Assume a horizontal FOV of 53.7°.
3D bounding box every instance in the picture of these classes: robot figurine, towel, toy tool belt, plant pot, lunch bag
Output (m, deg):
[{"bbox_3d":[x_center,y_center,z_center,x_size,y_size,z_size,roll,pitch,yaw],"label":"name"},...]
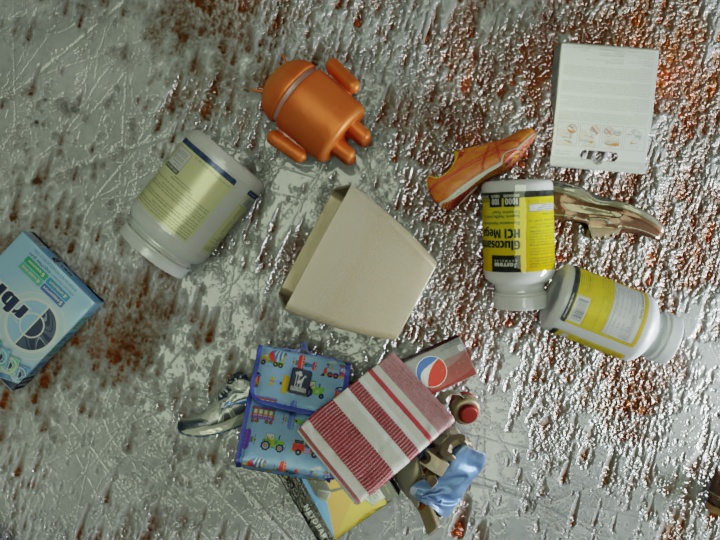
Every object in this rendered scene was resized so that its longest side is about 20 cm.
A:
[{"bbox_3d":[-0.073,-0.256,1.135,0.200,0.117,0.144,40,130,1],"label":"robot figurine"},{"bbox_3d":[0.024,0.230,1.056,0.200,0.023,0.144,-34,69,-25],"label":"towel"},{"bbox_3d":[0.141,0.299,1.104,0.124,0.123,0.201,26,100,-19],"label":"toy tool belt"},{"bbox_3d":[0.000,0.000,1.099,0.177,0.200,0.200,28,90,-10],"label":"plant pot"},{"bbox_3d":[-0.100,0.211,1.099,0.150,0.094,0.201,10,69,-5],"label":"lunch bag"}]

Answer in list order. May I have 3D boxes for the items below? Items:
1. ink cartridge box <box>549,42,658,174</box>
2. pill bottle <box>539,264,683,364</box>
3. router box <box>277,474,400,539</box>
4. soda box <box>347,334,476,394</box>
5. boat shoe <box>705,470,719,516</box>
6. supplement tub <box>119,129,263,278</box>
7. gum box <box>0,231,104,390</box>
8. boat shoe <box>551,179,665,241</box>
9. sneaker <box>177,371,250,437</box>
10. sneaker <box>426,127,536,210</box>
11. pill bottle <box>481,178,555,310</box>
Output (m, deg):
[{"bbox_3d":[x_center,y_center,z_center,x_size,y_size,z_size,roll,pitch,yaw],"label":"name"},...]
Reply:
[{"bbox_3d":[0.392,-0.264,1.165,0.159,0.047,0.201,5,95,1],"label":"ink cartridge box"},{"bbox_3d":[0.395,0.075,1.123,0.199,0.112,0.113,21,90,1],"label":"pill bottle"},{"bbox_3d":[-0.052,0.314,1.145,0.149,0.051,0.200,-35,79,0],"label":"router box"},{"bbox_3d":[0.083,0.176,1.152,0.199,0.063,0.070,-25,87,1],"label":"soda box"},{"bbox_3d":[0.659,0.371,1.134,0.199,0.070,0.071,11,94,1],"label":"boat shoe"},{"bbox_3d":[-0.267,-0.103,1.122,0.145,0.145,0.200,40,90,1],"label":"supplement tub"},{"bbox_3d":[-0.557,0.066,1.175,0.170,0.045,0.200,44,91,1],"label":"gum box"},{"bbox_3d":[0.386,-0.083,1.149,0.199,0.076,0.072,21,94,10],"label":"boat shoe"},{"bbox_3d":[-0.203,0.212,1.159,0.199,0.077,0.086,-17,85,-9],"label":"sneaker"},{"bbox_3d":[0.195,-0.180,1.153,0.199,0.073,0.077,-32,75,-4],"label":"sneaker"},{"bbox_3d":[0.249,-0.042,1.123,0.112,0.112,0.201,-3,95,1],"label":"pill bottle"}]
